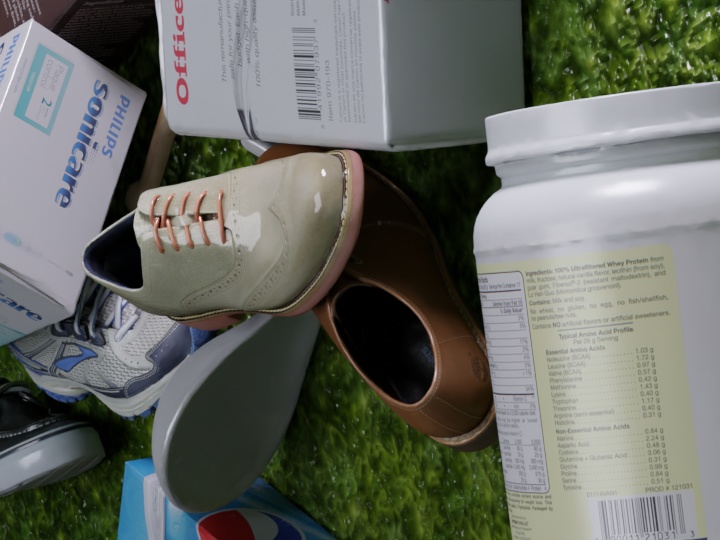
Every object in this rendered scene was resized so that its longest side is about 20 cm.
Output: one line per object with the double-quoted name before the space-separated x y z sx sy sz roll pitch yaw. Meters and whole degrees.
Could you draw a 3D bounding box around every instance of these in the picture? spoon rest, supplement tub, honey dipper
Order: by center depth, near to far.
"supplement tub" 0.123 0.030 1.147 0.145 0.145 0.200 -7 90 56
"spoon rest" -0.055 0.033 1.472 0.061 0.099 0.200 22 102 34
"honey dipper" -0.095 -0.105 1.548 0.038 0.038 0.200 55 142 35

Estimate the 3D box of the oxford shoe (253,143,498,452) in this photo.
"oxford shoe" 0.000 0.000 1.373 0.071 0.071 0.200 -49 55 13

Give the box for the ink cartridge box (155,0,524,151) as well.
"ink cartridge box" -0.014 -0.135 1.372 0.200 0.083 0.146 9 104 56

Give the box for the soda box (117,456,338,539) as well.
"soda box" -0.053 0.166 1.508 0.200 0.064 0.068 33 123 48

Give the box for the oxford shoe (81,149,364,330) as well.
"oxford shoe" -0.066 -0.013 1.356 0.200 0.074 0.071 -28 56 54

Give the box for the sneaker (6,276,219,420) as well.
"sneaker" -0.150 0.029 1.582 0.085 0.077 0.200 44 154 -24

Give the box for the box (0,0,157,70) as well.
"box" -0.168 -0.168 1.605 0.200 0.075 0.100 -39 64 54

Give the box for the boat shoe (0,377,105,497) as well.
"boat shoe" -0.220 0.101 1.733 0.200 0.072 0.071 -17 86 58

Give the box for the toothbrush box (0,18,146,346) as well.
"toothbrush box" -0.222 -0.032 1.585 0.200 0.085 0.147 -20 46 49
